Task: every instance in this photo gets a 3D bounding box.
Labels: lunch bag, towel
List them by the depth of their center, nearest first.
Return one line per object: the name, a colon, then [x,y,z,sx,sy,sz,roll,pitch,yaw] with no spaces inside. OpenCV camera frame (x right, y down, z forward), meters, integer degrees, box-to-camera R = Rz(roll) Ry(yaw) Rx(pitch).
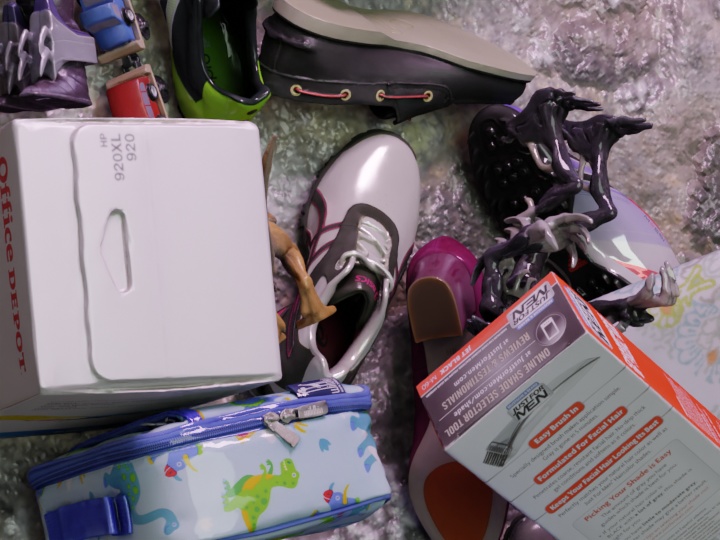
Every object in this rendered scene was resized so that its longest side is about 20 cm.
lunch bag: [-0.088,0.119,1.472,0.160,0.200,0.083,-11,84,-28]
towel: [0.208,0.101,1.674,0.171,0.048,0.201,-22,98,1]

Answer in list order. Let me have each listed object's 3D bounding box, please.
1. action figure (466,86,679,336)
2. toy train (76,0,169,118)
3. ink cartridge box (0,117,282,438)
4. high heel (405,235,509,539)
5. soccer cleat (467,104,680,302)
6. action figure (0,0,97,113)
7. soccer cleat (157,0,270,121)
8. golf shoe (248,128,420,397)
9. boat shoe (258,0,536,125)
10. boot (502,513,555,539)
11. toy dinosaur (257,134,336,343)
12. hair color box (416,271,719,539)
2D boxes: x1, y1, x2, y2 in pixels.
action figure: [0.125,-0.007,1.595,0.119,0.102,0.201,24,69,-46]
toy train: [-0.132,-0.095,1.579,0.046,0.034,0.201,-16,87,-66]
ink cartridge box: [-0.153,0.008,1.460,0.144,0.200,0.148,-3,82,-28]
high heel: [0.065,0.080,1.646,0.067,0.096,0.201,-1,108,11]
soccer cleat: [0.145,-0.035,1.711,0.200,0.068,0.073,50,45,-10]
action figure: [-0.184,-0.194,1.535,0.069,0.130,0.201,3,84,-44]
soccer cleat: [-0.099,-0.182,1.594,0.067,0.081,0.201,-17,88,-29]
golf shoe: [0.000,0.000,1.609,0.077,0.088,0.201,28,67,-18]
boat shoe: [0.022,-0.128,1.662,0.201,0.074,0.063,6,113,-37]
boot: [0.154,0.242,1.616,0.067,0.131,0.201,-7,83,-29]
toy dinosaur: [-0.059,-0.011,1.507,0.060,0.200,0.107,-26,92,-8]
hair color box: [0.139,0.101,1.567,0.111,0.064,0.200,-40,130,12]
